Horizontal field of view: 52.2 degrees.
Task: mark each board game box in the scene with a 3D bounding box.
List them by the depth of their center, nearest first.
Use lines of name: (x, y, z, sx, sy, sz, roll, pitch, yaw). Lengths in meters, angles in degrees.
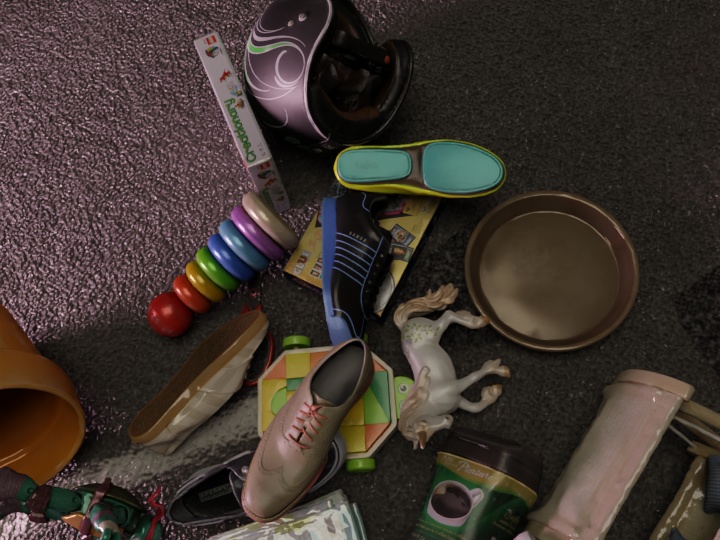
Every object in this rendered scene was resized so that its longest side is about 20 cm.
board game box: (0.012, -0.051, 0.901, 0.135, 0.035, 0.200, 25, 73, 15)
board game box: (-0.146, -0.181, 0.920, 0.035, 0.126, 0.200, -23, 67, -4)

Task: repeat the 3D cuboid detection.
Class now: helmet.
helmet: (-0.050, -0.249, 0.903, 0.200, 0.200, 0.191, -43, 39, -11)

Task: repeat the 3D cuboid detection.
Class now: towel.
towel: (-0.062, 0.345, 0.747, 0.171, 0.048, 0.201, -19, 68, 2)

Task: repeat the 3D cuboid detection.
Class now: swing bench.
swing bench: (0.293, 0.225, 0.710, 0.200, 0.130, 0.199, 32, 75, 17)

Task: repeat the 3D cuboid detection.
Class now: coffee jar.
coffee jar: (0.104, 0.260, 0.732, 0.104, 0.085, 0.200, 7, 65, 47)

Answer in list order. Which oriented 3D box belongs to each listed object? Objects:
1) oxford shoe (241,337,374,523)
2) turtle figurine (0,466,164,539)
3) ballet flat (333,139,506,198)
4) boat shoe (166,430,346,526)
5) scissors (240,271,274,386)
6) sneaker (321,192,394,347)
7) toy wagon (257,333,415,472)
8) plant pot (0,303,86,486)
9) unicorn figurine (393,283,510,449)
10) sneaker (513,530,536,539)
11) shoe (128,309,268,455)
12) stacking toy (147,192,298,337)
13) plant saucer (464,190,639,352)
oxford shoe: (-0.054, 0.147, 0.713, 0.070, 0.075, 0.200, 27, 69, 10)
turtle figurine: (-0.284, 0.267, 0.766, 0.199, 0.150, 0.101, 22, 39, -5)
ballet flat: (0.069, -0.117, 0.865, 0.199, 0.067, 0.067, 3, 84, 8)
boat shoe: (-0.110, 0.216, 0.761, 0.199, 0.068, 0.072, -21, 89, 14)
scissors: (-0.124, 0.040, 0.893, 0.073, 0.014, 0.201, 9, 69, 12)
sneaker: (0.000, 0.000, 0.826, 0.078, 0.070, 0.201, -7, 68, 9)
toy wagon: (-0.015, 0.145, 0.823, 0.199, 0.040, 0.156, -5, 68, 4)
plant pot: (-0.427, 0.130, 0.804, 0.200, 0.200, 0.183, -33, 54, -7)
unicorn figurine: (0.089, 0.112, 0.799, 0.137, 0.074, 0.200, -12, 47, -15)
sneaker: (0.158, 0.350, 0.680, 0.104, 0.075, 0.201, -24, 95, 3)
shoe: (-0.174, 0.127, 0.836, 0.200, 0.053, 0.070, -45, 28, -7)
stacking toy: (-0.170, 0.004, 0.873, 0.200, 0.085, 0.085, -44, 70, 2)
plant saucer: (0.221, 0.001, 0.861, 0.199, 0.029, 0.201, -2, 69, 5)
